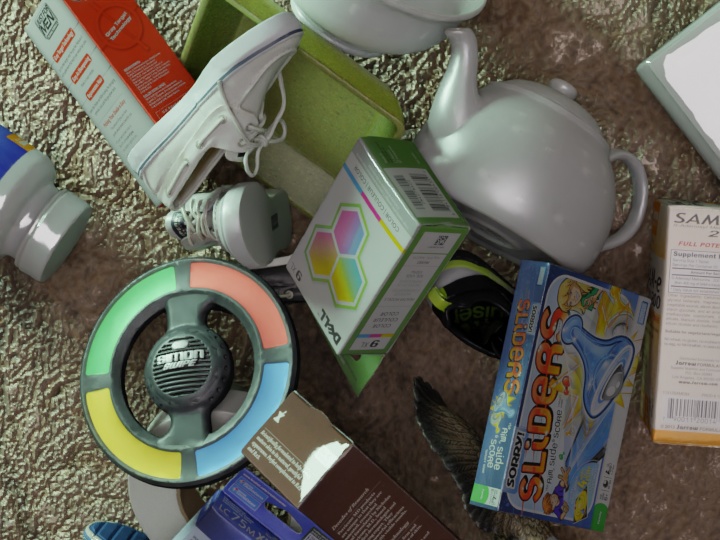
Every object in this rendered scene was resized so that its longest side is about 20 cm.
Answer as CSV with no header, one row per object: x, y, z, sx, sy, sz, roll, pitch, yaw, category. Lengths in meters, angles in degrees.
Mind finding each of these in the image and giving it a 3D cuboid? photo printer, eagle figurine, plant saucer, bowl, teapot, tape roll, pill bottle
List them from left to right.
-0.342,-0.079,1.460,0.199,0.112,0.112,33,96,1,pill bottle
-0.107,0.197,1.460,0.201,0.037,0.204,7,121,11,tape roll
-0.061,-0.146,1.418,0.199,0.200,0.048,36,59,0,plant saucer
0.001,-0.245,1.398,0.200,0.201,0.091,34,122,1,bowl
0.129,0.183,1.441,0.150,0.152,0.202,-1,100,25,eagle figurine
0.144,-0.092,1.394,0.197,0.200,0.147,28,83,14,teapot
0.362,-0.147,1.421,0.166,0.069,0.200,-37,91,6,photo printer

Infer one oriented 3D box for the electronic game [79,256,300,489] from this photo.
-0.146,0.085,1.394,0.199,0.042,0.201,-6,70,16,electronic game

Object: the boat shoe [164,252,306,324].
-0.085,0.018,1.471,0.199,0.074,0.061,-13,89,-3,boat shoe

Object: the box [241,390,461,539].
0.001,0.195,1.361,0.075,0.100,0.200,-47,128,-6,box

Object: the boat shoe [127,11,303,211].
-0.101,-0.115,1.317,0.202,0.075,0.086,-41,81,27,boat shoe

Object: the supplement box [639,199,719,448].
0.285,0.042,1.415,0.073,0.126,0.202,4,94,5,supplement box

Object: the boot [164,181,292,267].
-0.121,-0.037,1.403,0.095,0.200,0.074,-5,90,8,boot

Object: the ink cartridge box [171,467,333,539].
-0.120,0.276,1.429,0.119,0.042,0.200,40,108,-6,ink cartridge box

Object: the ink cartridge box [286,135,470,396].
0.000,0.000,1.351,0.104,0.059,0.201,58,131,34,ink cartridge box

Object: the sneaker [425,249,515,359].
0.129,0.060,1.383,0.199,0.083,0.072,28,118,-24,sneaker

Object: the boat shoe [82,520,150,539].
-0.180,0.308,1.500,0.199,0.072,0.073,36,105,5,boat shoe

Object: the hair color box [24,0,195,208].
-0.202,-0.163,1.441,0.061,0.101,0.200,-38,92,-30,hair color box

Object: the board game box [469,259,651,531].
0.165,0.104,1.347,0.135,0.034,0.201,16,84,-41,board game box

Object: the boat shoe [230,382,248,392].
-0.072,0.163,1.482,0.199,0.067,0.057,33,92,-2,boat shoe
